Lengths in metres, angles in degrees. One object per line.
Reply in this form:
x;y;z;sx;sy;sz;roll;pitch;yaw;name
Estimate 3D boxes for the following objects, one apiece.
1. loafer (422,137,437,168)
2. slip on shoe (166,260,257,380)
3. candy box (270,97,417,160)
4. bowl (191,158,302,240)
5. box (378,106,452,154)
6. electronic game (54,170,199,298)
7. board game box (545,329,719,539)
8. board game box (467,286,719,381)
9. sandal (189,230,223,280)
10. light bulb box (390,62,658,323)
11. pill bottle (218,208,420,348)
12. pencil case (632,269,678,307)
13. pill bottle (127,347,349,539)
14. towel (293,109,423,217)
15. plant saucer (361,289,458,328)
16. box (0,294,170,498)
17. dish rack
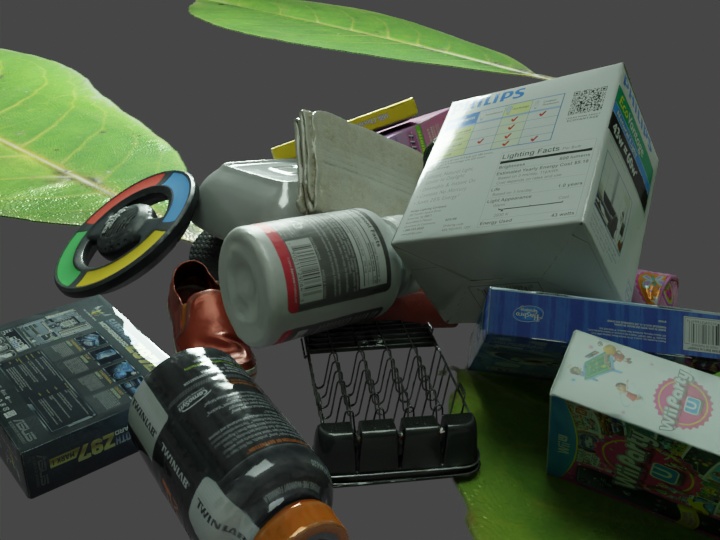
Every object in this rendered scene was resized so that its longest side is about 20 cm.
0.115;-0.053;0.877;0.071;0.204;0.063;-15;7;34;loafer
-0.158;0.053;0.783;0.072;0.063;0.200;-7;31;-23;slip on shoe
-0.023;-0.184;1.024;0.196;0.027;0.102;-20;9;-1;candy box
-0.083;-0.084;0.909;0.197;0.077;0.198;-11;22;-42;bowl
0.031;-0.142;1.067;0.173;0.099;0.199;-9;17;37;box
-0.273;-0.046;0.891;0.196;0.042;0.202;-22;37;17;electronic game
0.245;0.137;0.580;0.196;0.149;0.065;18;60;24;board game box
0.202;0.070;0.691;0.195;0.044;0.199;7;-14;6;board game box
-0.138;-0.003;0.895;0.075;0.048;0.199;-46;41;-18;sandal
0.164;-0.069;0.738;0.195;0.125;0.203;-4;47;39;light bulb box
-0.029;0.000;0.744;0.197;0.113;0.110;-12;31;-35;pill bottle
0.240;0.032;0.826;0.196;0.090;0.087;12;27;34;pencil case
-0.089;0.149;0.559;0.104;0.109;0.199;-15;33;-32;pill bottle
0.008;-0.095;0.860;0.197;0.034;0.136;16;61;-38;towel
0.000;0.000;0.892;0.194;0.038;0.201;0;28;-9;plant saucer
-0.262;0.101;0.689;0.156;0.052;0.198;-21;36;-38;box
0.018;0.110;0.711;0.149;0.056;0.201;-1;26;-10;dish rack
